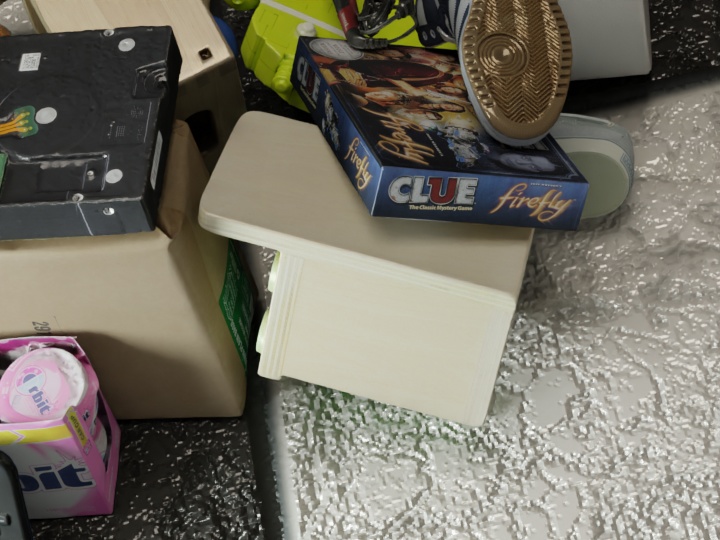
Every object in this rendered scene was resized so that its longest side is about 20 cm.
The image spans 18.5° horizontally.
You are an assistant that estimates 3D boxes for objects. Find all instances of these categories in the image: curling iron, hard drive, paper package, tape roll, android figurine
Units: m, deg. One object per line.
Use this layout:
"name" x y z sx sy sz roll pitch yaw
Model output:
"curling iron" -0.005 -0.199 1.503 0.049 0.026 0.200 -16 31 -6
"hard drive" -0.212 -0.080 1.318 0.199 0.038 0.140 -3 52 9
"paper package" -0.175 0.003 1.397 0.190 0.200 0.104 -1 54 12
"tape roll" 0.155 -0.230 1.495 0.071 0.203 0.203 -5 54 8
"android figurine" -0.010 -0.171 1.541 0.182 0.041 0.200 24 40 -1

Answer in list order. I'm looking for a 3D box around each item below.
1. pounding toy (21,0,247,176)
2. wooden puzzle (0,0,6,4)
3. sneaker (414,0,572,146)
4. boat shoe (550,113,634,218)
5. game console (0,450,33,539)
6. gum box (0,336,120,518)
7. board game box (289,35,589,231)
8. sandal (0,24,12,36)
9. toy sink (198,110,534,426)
"pounding toy" -0.142 -0.159 1.536 0.142 0.200 0.184 -27 68 -8
"wooden puzzle" -0.266 -0.223 1.547 0.200 0.185 0.037 -25 86 23
"sneaker" 0.082 -0.145 1.406 0.070 0.109 0.200 -2 60 -12
"boat shoe" 0.087 -0.072 1.487 0.200 0.070 0.072 1 30 15
"game console" -0.302 0.210 1.334 0.199 0.171 0.118 -3 28 9
"gum box" -0.253 0.104 1.395 0.199 0.114 0.066 -5 54 9
"board game box" 0.045 -0.089 1.384 0.135 0.035 0.200 3 27 -20
"sandal" -0.294 -0.114 1.594 0.079 0.059 0.207 -7 53 8
"toy sink" 0.000 0.000 1.375 0.199 0.112 0.130 15 35 3
